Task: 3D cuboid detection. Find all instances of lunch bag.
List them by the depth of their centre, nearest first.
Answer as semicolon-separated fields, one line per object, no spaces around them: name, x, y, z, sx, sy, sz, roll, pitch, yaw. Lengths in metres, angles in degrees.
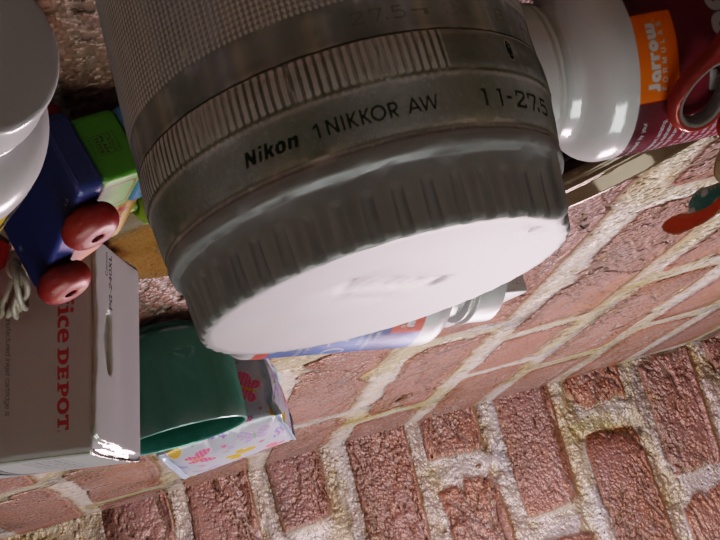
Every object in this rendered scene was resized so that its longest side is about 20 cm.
lunch bag;-0.179;0.187;1.500;0.167;0.129;0.201;-19;157;-1

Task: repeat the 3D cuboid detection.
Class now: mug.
mug;-0.219;0.124;1.217;0.182;0.116;0.152;-12;166;-17

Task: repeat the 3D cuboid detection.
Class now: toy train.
toy train;-0.166;-0.033;0.726;0.115;0.085;0.200;-24;166;-35

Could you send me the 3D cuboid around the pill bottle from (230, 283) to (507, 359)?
pill bottle;0.000;0.000;0.815;0.197;0.114;0.112;-4;163;-23

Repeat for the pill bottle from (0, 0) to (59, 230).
pill bottle;-0.209;-0.055;0.534;0.110;0.113;0.199;-7;163;-35

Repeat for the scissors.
scissors;0.216;-0.157;0.613;0.072;0.014;0.203;-2;124;-20

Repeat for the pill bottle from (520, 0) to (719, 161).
pill bottle;0.171;-0.129;0.695;0.197;0.115;0.113;-14;166;-15

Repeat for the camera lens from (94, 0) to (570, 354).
camera lens;-0.017;-0.087;0.448;0.157;0.203;0.160;-15;167;-4

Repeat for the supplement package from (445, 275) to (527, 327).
supplement package;0.027;-0.011;0.984;0.198;0.116;0.109;-5;164;-42

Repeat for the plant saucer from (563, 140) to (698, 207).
plant saucer;0.210;-0.094;0.922;0.198;0.030;0.200;-28;-177;2

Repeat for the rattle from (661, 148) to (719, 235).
rattle;0.324;-0.090;0.829;0.141;0.203;0.130;24;-170;6

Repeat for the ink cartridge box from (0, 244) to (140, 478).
ink cartridge box;-0.257;0.070;0.812;0.196;0.148;0.083;-8;163;12

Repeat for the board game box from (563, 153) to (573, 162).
board game box;0.083;-0.100;0.847;0.150;0.047;0.199;-25;164;31

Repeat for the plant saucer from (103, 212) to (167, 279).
plant saucer;-0.135;-0.034;0.865;0.197;0.036;0.200;-16;166;-4

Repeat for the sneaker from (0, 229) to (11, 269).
sneaker;-0.315;0.011;0.721;0.197;0.086;0.077;-9;165;-29
